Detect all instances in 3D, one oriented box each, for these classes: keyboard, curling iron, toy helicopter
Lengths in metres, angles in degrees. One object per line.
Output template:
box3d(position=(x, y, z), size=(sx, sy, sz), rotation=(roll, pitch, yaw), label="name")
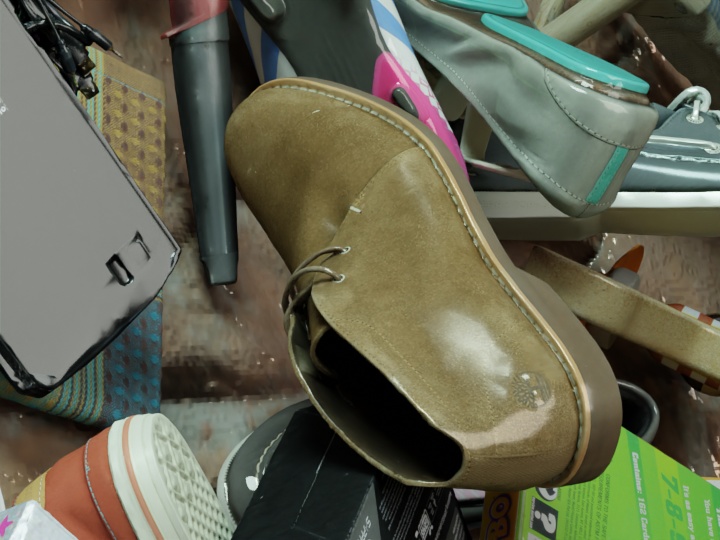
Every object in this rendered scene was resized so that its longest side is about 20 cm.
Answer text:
box3d(position=(-0.134, -0.063, 0.827), size=(0.104, 0.040, 0.200), rotation=(-41, 107, -27), label="keyboard")
box3d(position=(-0.063, -0.093, 0.910), size=(0.050, 0.026, 0.200), rotation=(-39, 127, -71), label="curling iron")
box3d(position=(0.123, 0.021, 1.033), size=(0.200, 0.132, 0.079), rotation=(23, 95, -51), label="toy helicopter")

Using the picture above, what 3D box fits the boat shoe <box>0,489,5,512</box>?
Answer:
box3d(position=(-0.153, 0.020, 0.736), size=(0.074, 0.065, 0.200), rotation=(-46, 119, -33), label="boat shoe")

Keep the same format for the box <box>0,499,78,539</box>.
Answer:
box3d(position=(-0.081, 0.183, 0.722), size=(0.200, 0.115, 0.132), rotation=(47, 43, -24), label="box")

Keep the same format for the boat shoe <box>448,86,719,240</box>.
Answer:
box3d(position=(0.128, -0.047, 1.031), size=(0.073, 0.200, 0.062), rotation=(98, -10, -80), label="boat shoe")

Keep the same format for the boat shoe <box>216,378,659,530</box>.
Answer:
box3d(position=(0.033, 0.066, 0.946), size=(0.200, 0.057, 0.067), rotation=(-4, 68, -45), label="boat shoe")

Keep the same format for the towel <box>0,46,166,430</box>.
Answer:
box3d(position=(-0.143, -0.034, 0.834), size=(0.200, 0.022, 0.147), rotation=(25, 55, -41), label="towel")

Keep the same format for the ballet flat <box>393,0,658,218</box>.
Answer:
box3d(position=(0.044, -0.079, 0.981), size=(0.067, 0.064, 0.200), rotation=(11, 20, -31), label="ballet flat")

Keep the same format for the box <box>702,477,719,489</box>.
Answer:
box3d(position=(0.146, 0.144, 1.011), size=(0.200, 0.041, 0.119), rotation=(13, 58, -68), label="box")

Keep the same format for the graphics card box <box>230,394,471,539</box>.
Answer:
box3d(position=(0.018, 0.153, 0.844), size=(0.125, 0.051, 0.200), rotation=(-63, 137, -64), label="graphics card box")

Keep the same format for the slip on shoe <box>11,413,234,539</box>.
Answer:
box3d(position=(-0.054, 0.141, 0.824), size=(0.074, 0.061, 0.200), rotation=(-87, 155, -68), label="slip on shoe")

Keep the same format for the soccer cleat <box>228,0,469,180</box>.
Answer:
box3d(position=(-0.002, -0.067, 0.973), size=(0.086, 0.070, 0.200), rotation=(-78, 151, -78), label="soccer cleat")

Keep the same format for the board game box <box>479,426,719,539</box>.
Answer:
box3d(position=(0.121, 0.123, 0.911), size=(0.200, 0.030, 0.096), rotation=(31, 50, -28), label="board game box")

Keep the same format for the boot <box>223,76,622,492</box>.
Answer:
box3d(position=(0.000, 0.000, 0.845), size=(0.075, 0.074, 0.200), rotation=(-9, 42, -36), label="boot")

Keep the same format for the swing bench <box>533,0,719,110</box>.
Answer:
box3d(position=(0.199, -0.091, 1.107), size=(0.199, 0.200, 0.130), rotation=(46, 43, -24), label="swing bench")
